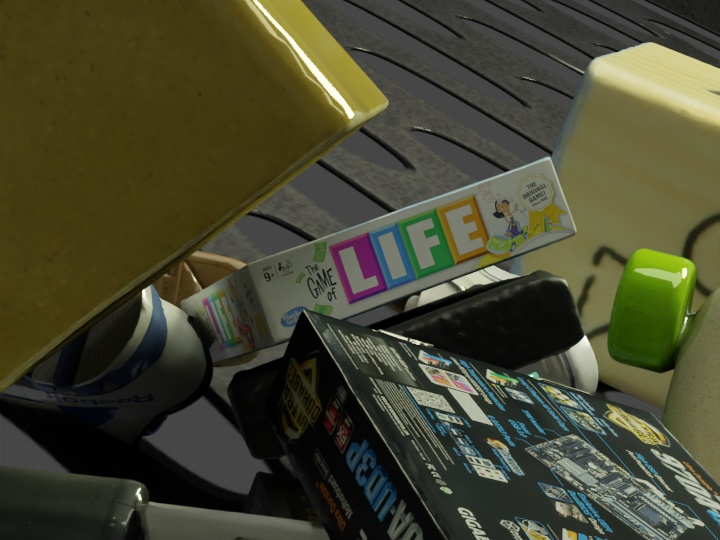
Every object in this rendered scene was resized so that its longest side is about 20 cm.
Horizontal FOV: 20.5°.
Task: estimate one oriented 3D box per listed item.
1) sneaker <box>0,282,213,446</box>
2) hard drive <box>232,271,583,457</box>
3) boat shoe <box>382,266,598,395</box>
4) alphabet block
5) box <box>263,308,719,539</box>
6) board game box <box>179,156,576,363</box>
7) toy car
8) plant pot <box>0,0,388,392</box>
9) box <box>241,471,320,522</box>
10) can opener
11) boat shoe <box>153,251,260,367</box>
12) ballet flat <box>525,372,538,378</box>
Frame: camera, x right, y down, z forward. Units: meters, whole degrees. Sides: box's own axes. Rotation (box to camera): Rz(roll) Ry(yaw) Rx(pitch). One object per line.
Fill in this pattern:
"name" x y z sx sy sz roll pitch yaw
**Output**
"sneaker" -0.144 0.034 0.910 0.198 0.081 0.115 11 -19 37
"hard drive" 0.011 0.040 0.871 0.139 0.033 0.200 -20 -1 -5
"boat shoe" 0.058 0.028 1.187 0.069 0.071 0.200 -23 42 -26
"alphabet block" 0.226 -0.021 1.292 0.199 0.196 0.196 25 19 14
"box" 0.065 0.089 0.678 0.158 0.046 0.200 17 16 -23
"board game box" 0.000 0.000 0.878 0.134 0.034 0.200 -20 0 -14
"toy car" 0.195 0.100 0.956 0.163 0.159 0.200 14 -20 15
"plant pot" -0.129 -0.079 0.712 0.200 0.195 0.194 53 7 -3
"box" 0.041 0.157 0.764 0.157 0.049 0.200 13 17 -18
"can opener" -0.095 0.108 0.694 0.198 0.054 0.067 4 43 12
"boat shoe" -0.144 0.014 0.997 0.199 0.072 0.065 15 -18 0
"ballet flat" 0.049 0.092 0.924 0.073 0.074 0.200 15 -12 -14
